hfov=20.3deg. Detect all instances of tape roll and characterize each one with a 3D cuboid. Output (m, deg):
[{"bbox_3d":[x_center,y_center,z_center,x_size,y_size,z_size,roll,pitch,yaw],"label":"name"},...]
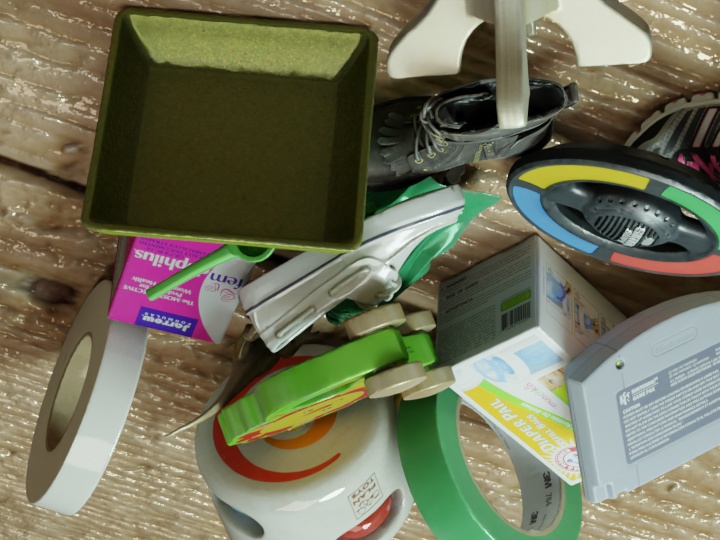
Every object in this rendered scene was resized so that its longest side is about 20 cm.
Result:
[{"bbox_3d":[0.115,0.169,1.754,0.048,0.201,0.200,-30,129,32],"label":"tape roll"},{"bbox_3d":[-0.234,0.108,1.716,0.037,0.204,0.203,20,137,-17],"label":"tape roll"}]

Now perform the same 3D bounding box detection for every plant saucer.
[{"bbox_3d":[-0.092,-0.094,1.475,0.198,0.201,0.048,5,148,0],"label":"plant saucer"}]

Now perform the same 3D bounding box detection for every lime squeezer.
[{"bbox_3d":[-0.068,-0.029,1.519,0.199,0.038,0.071,-23,-176,-23],"label":"lime squeezer"}]

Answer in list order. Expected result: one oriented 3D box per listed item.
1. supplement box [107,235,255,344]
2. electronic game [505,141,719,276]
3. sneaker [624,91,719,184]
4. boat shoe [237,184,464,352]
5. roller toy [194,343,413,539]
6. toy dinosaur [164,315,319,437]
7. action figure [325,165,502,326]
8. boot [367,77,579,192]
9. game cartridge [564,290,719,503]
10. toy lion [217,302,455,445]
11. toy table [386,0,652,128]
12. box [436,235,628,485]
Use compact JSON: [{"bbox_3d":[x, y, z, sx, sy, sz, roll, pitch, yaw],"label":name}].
[{"bbox_3d":[-0.129,-0.046,1.604,0.101,0.104,0.200,13,140,-12],"label":"supplement box"},{"bbox_3d":[0.209,-0.044,1.552,0.199,0.042,0.200,16,161,6],"label":"electronic game"},{"bbox_3d":[0.287,-0.087,1.528,0.199,0.088,0.074,-17,135,23],"label":"sneaker"},{"bbox_3d":[0.000,0.000,1.557,0.199,0.072,0.066,-28,88,12],"label":"boat shoe"},{"bbox_3d":[-0.046,0.163,1.775,0.199,0.183,0.140,-5,138,12],"label":"roller toy"},{"bbox_3d":[-0.086,0.069,1.656,0.058,0.200,0.101,37,127,-9],"label":"toy dinosaur"},{"bbox_3d":[0.017,-0.020,1.656,0.118,0.055,0.200,19,133,-19],"label":"action figure"},{"bbox_3d":[0.059,-0.108,1.472,0.199,0.070,0.174,-13,178,5],"label":"boot"},{"bbox_3d":[0.256,0.096,1.676,0.199,0.041,0.134,-22,116,-28],"label":"game cartridge"},{"bbox_3d":[-0.030,0.093,1.610,0.191,0.069,0.200,-22,171,10],"label":"toy lion"},{"bbox_3d":[0.107,-0.191,1.371,0.199,0.184,0.118,4,125,19],"label":"toy table"},{"bbox_3d":[0.167,0.081,1.723,0.112,0.102,0.200,-27,130,31],"label":"box"}]
